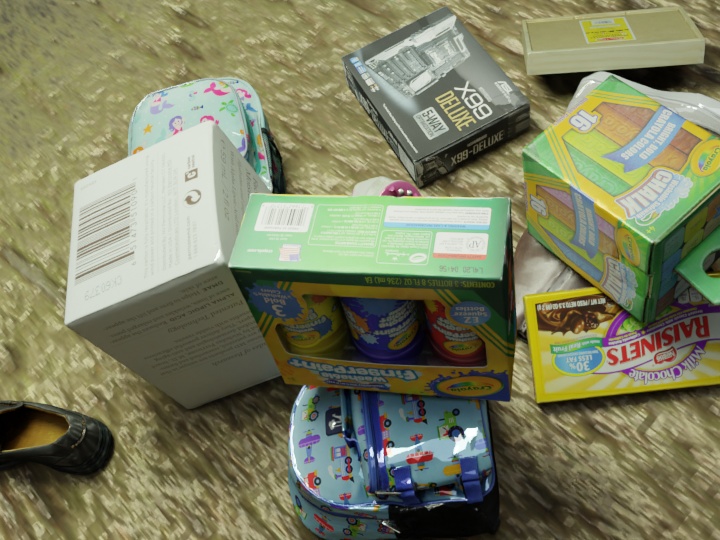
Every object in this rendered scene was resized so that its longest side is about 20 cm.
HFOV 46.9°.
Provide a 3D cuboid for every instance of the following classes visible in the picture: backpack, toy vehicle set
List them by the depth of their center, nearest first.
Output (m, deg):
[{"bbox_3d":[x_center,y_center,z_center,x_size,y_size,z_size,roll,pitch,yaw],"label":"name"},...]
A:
[{"bbox_3d":[0.019,0.144,0.745,0.195,0.136,0.186,-7,56,10],"label":"backpack"},{"bbox_3d":[-0.180,-0.130,0.951,0.173,0.152,0.203,-13,52,4],"label":"backpack"},{"bbox_3d":[0.292,-0.273,0.983,0.194,0.027,0.125,-2,34,10],"label":"toy vehicle set"}]

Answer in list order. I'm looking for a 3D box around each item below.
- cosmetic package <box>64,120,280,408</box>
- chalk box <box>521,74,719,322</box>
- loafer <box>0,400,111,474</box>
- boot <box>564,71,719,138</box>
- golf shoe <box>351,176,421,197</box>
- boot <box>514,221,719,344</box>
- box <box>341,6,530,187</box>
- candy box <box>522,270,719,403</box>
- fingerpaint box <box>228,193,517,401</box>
[{"bbox_3d":[-0.157,0.003,0.808,0.162,0.200,0.168,-20,55,14],"label":"cosmetic package"},{"bbox_3d":[0.256,-0.053,0.739,0.124,0.125,0.200,-38,54,-14],"label":"chalk box"},{"bbox_3d":[-0.354,0.160,0.843,0.194,0.073,0.074,-1,59,11],"label":"loafer"},{"bbox_3d":[0.315,-0.146,0.912,0.197,0.074,0.097,24,71,33],"label":"boot"},{"bbox_3d":[0.000,0.000,0.853,0.091,0.074,0.204,32,101,54],"label":"golf shoe"},{"bbox_3d":[0.241,0.021,0.831,0.197,0.072,0.168,29,81,22],"label":"boot"},{"bbox_3d":[0.088,-0.214,1.002,0.155,0.050,0.202,-27,57,-6],"label":"box"},{"bbox_3d":[0.257,0.063,0.784,0.194,0.026,0.105,-8,92,7],"label":"candy box"},{"bbox_3d":[0.019,0.025,0.638,0.195,0.168,0.075,3,54,14],"label":"fingerpaint box"}]
